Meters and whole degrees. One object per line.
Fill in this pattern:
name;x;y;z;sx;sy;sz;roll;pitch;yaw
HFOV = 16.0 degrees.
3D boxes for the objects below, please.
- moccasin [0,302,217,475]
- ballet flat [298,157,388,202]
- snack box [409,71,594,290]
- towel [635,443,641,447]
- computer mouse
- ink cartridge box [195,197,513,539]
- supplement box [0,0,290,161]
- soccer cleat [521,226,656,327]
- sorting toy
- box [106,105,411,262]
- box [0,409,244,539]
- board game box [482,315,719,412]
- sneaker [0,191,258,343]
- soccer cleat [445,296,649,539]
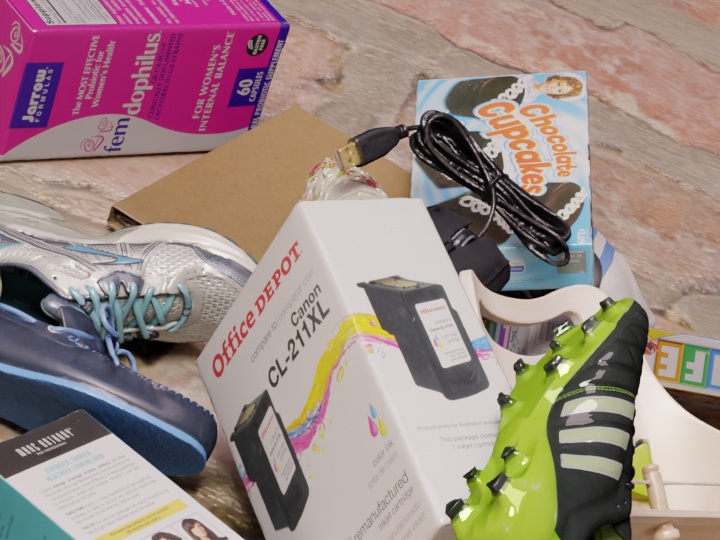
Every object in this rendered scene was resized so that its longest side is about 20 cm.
moccasin;-0.165;0.045;1.382;0.199;0.081;0.068;23;56;4
ballet flat;0.000;0.000;1.531;0.075;0.064;0.201;19;47;-21
snack box;0.091;-0.059;1.645;0.115;0.037;0.200;-3;36;5
towel;0.095;0.115;1.469;0.199;0.049;0.112;4;34;-26
computer mouse;0.028;-0.024;1.485;0.140;0.046;0.200;44;52;14
ink cartridge box;0.005;0.083;1.318;0.082;0.146;0.201;-2;53;-34
supplement box;-0.163;-0.143;1.684;0.199;0.102;0.103;-5;39;-35
soccer cleat;0.127;-0.010;1.690;0.086;0.070;0.200;31;16;-35
sorting toy;0.115;0.084;1.387;0.199;0.107;0.181;7;59;-46
box;-0.038;-0.031;1.634;0.163;0.021;0.200;32;38;21
box;-0.106;0.153;1.284;0.200;0.049;0.082;36;33;26
board game box;0.171;0.057;1.551;0.199;0.034;0.134;10;-5;-15
sneaker;-0.149;0.019;1.464;0.199;0.078;0.086;9;33;0
soccer cleat;0.103;0.089;1.228;0.081;0.067;0.200;48;40;-13
